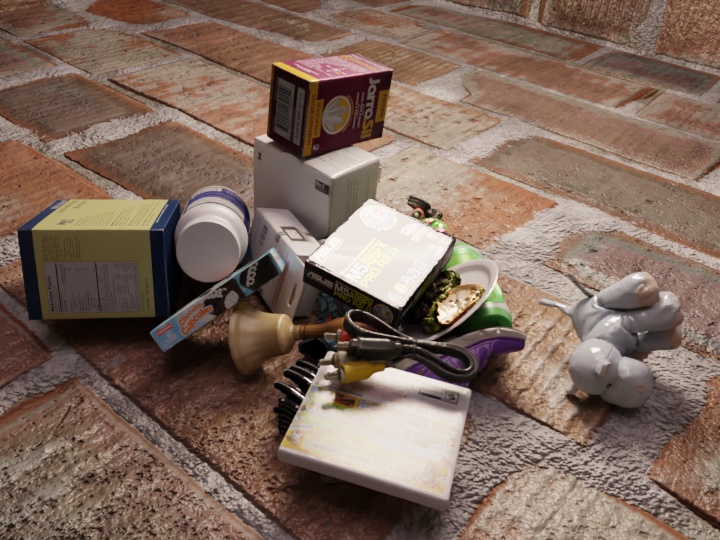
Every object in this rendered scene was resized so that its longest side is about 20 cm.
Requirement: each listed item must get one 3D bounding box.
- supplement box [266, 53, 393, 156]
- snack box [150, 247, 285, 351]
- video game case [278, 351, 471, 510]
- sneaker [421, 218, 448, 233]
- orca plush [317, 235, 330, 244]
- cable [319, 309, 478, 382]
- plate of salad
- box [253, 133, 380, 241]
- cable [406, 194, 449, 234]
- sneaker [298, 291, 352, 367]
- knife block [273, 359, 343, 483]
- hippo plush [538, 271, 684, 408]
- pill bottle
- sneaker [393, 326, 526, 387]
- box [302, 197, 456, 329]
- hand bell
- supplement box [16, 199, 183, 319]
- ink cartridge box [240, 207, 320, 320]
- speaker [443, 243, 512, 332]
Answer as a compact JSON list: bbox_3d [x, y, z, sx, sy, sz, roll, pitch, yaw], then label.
[{"bbox_3d":[-0.053,-0.288,1.156,0.103,0.132,0.199,32,39,33],"label":"supplement box"},{"bbox_3d":[-0.201,0.038,0.973,0.199,0.037,0.116,-34,7,-1],"label":"snack box"},{"bbox_3d":[0.024,0.185,0.814,0.197,0.023,0.183,14,35,10],"label":"video game case"},{"bbox_3d":[0.078,0.002,1.126,0.200,0.084,0.077,-41,54,-8],"label":"sneaker"},{"bbox_3d":[0.000,0.000,1.065,0.070,0.106,0.200,-25,31,-12],"label":"orca plush"},{"bbox_3d":[0.048,0.104,0.861,0.197,0.051,0.098,8,45,-11],"label":"cable"},{"bbox_3d":[0.118,0.040,1.020,0.199,0.048,0.200,-35,17,13],"label":"plate of salad"},{"bbox_3d":[-0.084,-0.131,1.213,0.198,0.202,0.130,30,39,32],"label":"box"},{"bbox_3d":[0.117,-0.096,1.257,0.097,0.051,0.200,36,1,-3],"label":"cable"},{"bbox_3d":[-0.049,0.091,1.004,0.094,0.080,0.201,-7,35,-12],"label":"sneaker"},{"bbox_3d":[-0.014,0.186,0.882,0.197,0.065,0.176,-2,36,-10],"label":"knife block"},{"bbox_3d":[0.368,0.102,0.969,0.198,0.160,0.162,29,48,1],"label":"hippo plush"},{"bbox_3d":[-0.236,-0.060,1.074,0.114,0.117,0.200,0,19,-7],"label":"pill bottle"},{"bbox_3d":[0.147,0.133,0.968,0.198,0.084,0.081,-17,-4,-6],"label":"sneaker"},{"bbox_3d":[0.032,-0.017,1.004,0.159,0.045,0.200,28,44,16],"label":"box"},{"bbox_3d":[-0.072,0.084,0.934,0.197,0.105,0.105,-8,31,16],"label":"hand bell"},{"bbox_3d":[-0.387,-0.024,1.036,0.197,0.136,0.200,-1,18,-8],"label":"supplement box"},{"bbox_3d":[-0.117,-0.004,1.091,0.066,0.117,0.200,2,31,-36],"label":"ink cartridge box"},{"bbox_3d":[0.184,0.039,1.104,0.087,0.089,0.201,-1,35,-9],"label":"speaker"}]
